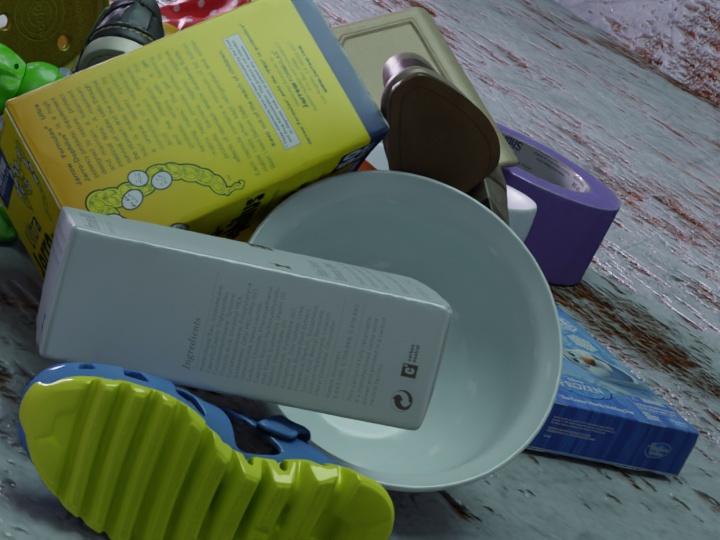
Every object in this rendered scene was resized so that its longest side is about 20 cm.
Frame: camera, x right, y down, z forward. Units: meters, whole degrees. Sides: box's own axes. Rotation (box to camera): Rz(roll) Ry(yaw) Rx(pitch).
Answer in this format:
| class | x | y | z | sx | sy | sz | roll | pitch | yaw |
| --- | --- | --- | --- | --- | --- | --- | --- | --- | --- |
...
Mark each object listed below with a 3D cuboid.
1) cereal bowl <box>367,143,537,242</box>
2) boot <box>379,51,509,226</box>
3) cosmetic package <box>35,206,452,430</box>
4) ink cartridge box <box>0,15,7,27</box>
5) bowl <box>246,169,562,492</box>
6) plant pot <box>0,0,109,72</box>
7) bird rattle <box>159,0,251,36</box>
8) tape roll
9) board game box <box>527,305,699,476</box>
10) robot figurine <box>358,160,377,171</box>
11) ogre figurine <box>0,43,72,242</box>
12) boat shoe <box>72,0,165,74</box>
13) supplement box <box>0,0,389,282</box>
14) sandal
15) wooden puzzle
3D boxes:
| class | x | y | z | sx | sy | sz | roll | pitch | yaw |
| --- | --- | --- | --- | --- | --- | --- | --- | --- | --- |
| cereal bowl | 0.034 | -0.043 | 1.444 | 0.200 | 0.083 | 0.200 | 15 | 10 | -3 |
| boot | 0.044 | -0.093 | 1.163 | 0.146 | 0.070 | 0.200 | -110 | 175 | -45 |
| cosmetic package | -0.064 | 0.023 | 0.947 | 0.200 | 0.074 | 0.102 | 13 | 5 | -14 |
| ink cartridge box | -0.262 | -0.187 | 1.446 | 0.094 | 0.044 | 0.200 | 38 | 17 | 13 |
| bowl | 0.011 | 0.047 | 1.078 | 0.201 | 0.201 | 0.090 | 25 | -28 | -7 |
| plant pot | -0.250 | -0.189 | 1.224 | 0.200 | 0.200 | 0.142 | 10 | 10 | -44 |
| bird rattle | -0.134 | -0.167 | 1.353 | 0.163 | 0.113 | 0.200 | -14 | 32 | -26 |
| tape roll | 0.141 | -0.072 | 1.727 | 0.200 | 0.085 | 0.200 | 25 | 16 | -7 |
| board game box | 0.117 | 0.069 | 1.332 | 0.200 | 0.043 | 0.199 | 14 | 19 | -36 |
| robot figurine | 0.001 | 0.001 | 1.218 | 0.117 | 0.144 | 0.200 | -11 | 47 | -47 |
| ogre figurine | -0.251 | -0.091 | 1.115 | 0.200 | 0.120 | 0.098 | 28 | 16 | 0 |
| boat shoe | -0.162 | -0.108 | 1.200 | 0.073 | 0.200 | 0.063 | 16 | 59 | -8 |
| supplement box | -0.103 | -0.069 | 1.072 | 0.200 | 0.109 | 0.110 | -26 | 80 | -23 |
| sandal | -0.082 | 0.095 | 0.901 | 0.200 | 0.080 | 0.087 | 27 | 11 | -30 |
| wooden puzzle | 0.019 | -0.143 | 1.609 | 0.200 | 0.037 | 0.185 | -15 | 64 | -30 |
